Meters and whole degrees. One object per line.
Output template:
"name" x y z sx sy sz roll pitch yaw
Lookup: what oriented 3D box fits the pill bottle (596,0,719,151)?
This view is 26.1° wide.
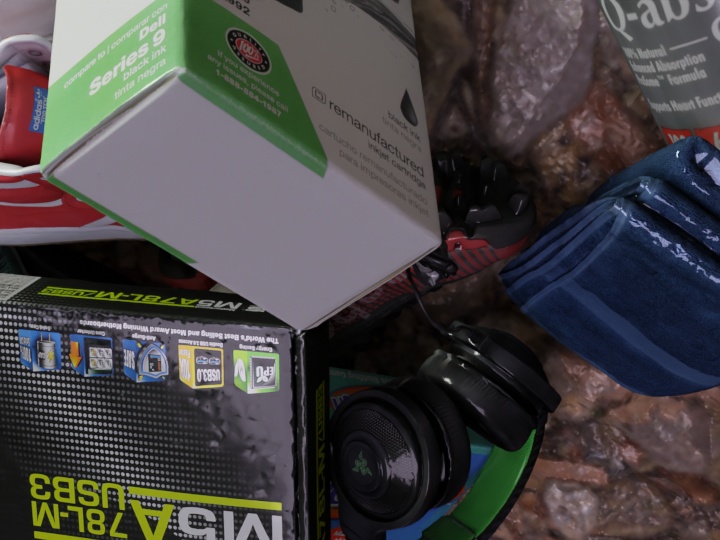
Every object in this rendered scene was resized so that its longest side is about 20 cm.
"pill bottle" 0.146 -0.142 0.635 0.116 0.116 0.200 -21 108 29

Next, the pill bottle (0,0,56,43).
"pill bottle" -0.175 -0.188 0.737 0.112 0.112 0.200 -10 114 25

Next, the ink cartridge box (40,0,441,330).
"ink cartridge box" -0.050 -0.099 0.660 0.084 0.200 0.146 -33 134 30

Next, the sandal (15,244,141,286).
"sandal" -0.115 0.042 0.841 0.200 0.075 0.048 31 93 -9

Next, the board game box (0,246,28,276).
"board game box" -0.212 0.031 0.864 0.135 0.028 0.200 22 141 41

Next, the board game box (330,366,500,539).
"board game box" -0.038 0.132 0.848 0.152 0.045 0.200 11 132 -34

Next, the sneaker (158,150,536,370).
"sneaker" 0.000 0.000 0.798 0.200 0.071 0.098 -11 122 20

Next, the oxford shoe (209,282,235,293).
"oxford shoe" -0.112 0.072 0.780 0.058 0.075 0.200 19 131 -38

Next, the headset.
"headset" 0.031 0.062 0.747 0.094 0.123 0.200 33 143 35

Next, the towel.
"towel" 0.135 0.010 0.697 0.112 0.049 0.200 37 163 -2

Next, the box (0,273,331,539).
"box" -0.113 0.102 0.738 0.199 0.048 0.194 5 107 14

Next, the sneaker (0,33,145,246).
"sneaker" -0.103 -0.061 0.719 0.199 0.071 0.113 -9 161 -6
